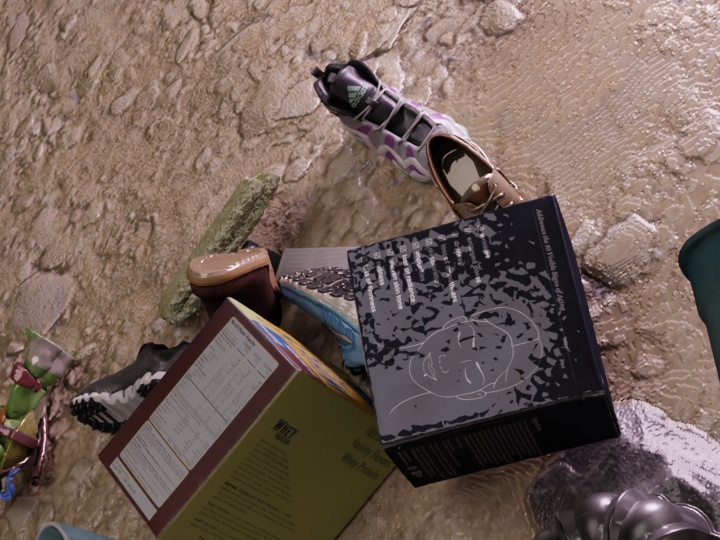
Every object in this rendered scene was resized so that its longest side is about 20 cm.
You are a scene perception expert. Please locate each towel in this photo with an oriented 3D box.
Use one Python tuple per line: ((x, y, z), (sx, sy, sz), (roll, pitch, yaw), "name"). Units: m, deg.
((-0.158, -0.024, 1.724), (0.200, 0.036, 0.148), (-56, 9, -5), "towel")

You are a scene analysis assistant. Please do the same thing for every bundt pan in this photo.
((0.208, 0.267, 1.270), (0.202, 0.076, 0.202), (-20, 53, 29), "bundt pan")

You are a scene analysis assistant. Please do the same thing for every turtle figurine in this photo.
((-0.435, 0.153, 1.811), (0.200, 0.144, 0.194), (22, 76, 41), "turtle figurine")

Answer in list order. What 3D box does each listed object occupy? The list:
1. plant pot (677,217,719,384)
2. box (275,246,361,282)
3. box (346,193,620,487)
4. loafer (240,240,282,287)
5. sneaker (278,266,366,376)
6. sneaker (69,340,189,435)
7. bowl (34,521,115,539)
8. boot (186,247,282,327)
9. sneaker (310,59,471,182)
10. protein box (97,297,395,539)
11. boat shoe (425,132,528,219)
((0.357, 0.067, 1.199), (0.200, 0.200, 0.197), (-17, 63, 31), "plant pot")
((0.000, 0.000, 1.623), (0.200, 0.039, 0.042), (-2, 63, 38), "box")
((0.109, 0.064, 1.387), (0.196, 0.124, 0.200), (-16, 62, 11), "box")
((-0.126, 0.067, 1.670), (0.072, 0.063, 0.200), (139, 149, -71), "loafer")
((-0.012, 0.061, 1.557), (0.200, 0.078, 0.090), (30, 118, 36), "sneaker")
((-0.244, 0.126, 1.730), (0.200, 0.066, 0.091), (-19, 34, 42), "sneaker")
((-0.258, 0.350, 1.546), (0.201, 0.105, 0.201), (-10, 79, 61), "bowl")
((-0.117, 0.065, 1.548), (0.072, 0.200, 0.167), (-2, 93, 12), "boot")
((0.017, -0.168, 1.637), (0.200, 0.140, 0.078), (26, 82, 45), "sneaker")
((-0.098, 0.171, 1.486), (0.200, 0.198, 0.135), (-50, 46, 3), "protein box")
((0.125, -0.061, 1.521), (0.076, 0.072, 0.200), (-46, 59, 7), "boat shoe")
